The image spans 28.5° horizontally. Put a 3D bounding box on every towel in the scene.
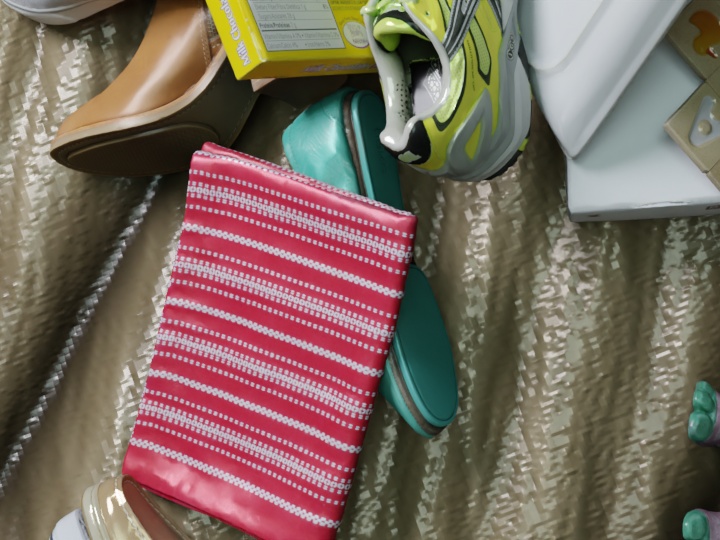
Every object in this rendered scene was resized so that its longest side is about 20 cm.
[{"bbox_3d":[-0.054,0.045,0.773,0.144,0.022,0.201,20,103,25],"label":"towel"}]

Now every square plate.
[{"bbox_3d":[0.107,-0.193,0.707,0.028,0.200,0.199,-1,52,-29],"label":"square plate"}]

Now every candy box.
[{"bbox_3d":[-0.008,-0.153,0.744,0.026,0.199,0.103,-31,78,38],"label":"candy box"}]

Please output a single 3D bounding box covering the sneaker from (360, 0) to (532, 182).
[{"bbox_3d":[0.040,-0.145,0.706,0.075,0.076,0.201,-11,85,41],"label":"sneaker"}]

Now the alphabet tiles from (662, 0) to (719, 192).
[{"bbox_3d":[0.252,-0.104,0.742,0.200,0.006,0.167,-45,98,-16],"label":"alphabet tiles"}]

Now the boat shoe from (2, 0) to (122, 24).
[{"bbox_3d":[-0.152,-0.181,0.786,0.199,0.068,0.072,11,77,43],"label":"boat shoe"}]

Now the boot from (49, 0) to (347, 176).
[{"bbox_3d":[-0.099,-0.148,0.820,0.199,0.074,0.156,-19,69,20],"label":"boot"}]

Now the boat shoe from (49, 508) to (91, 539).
[{"bbox_3d":[-0.129,0.232,0.783,0.071,0.072,0.201,-32,80,7],"label":"boat shoe"}]

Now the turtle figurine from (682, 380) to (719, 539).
[{"bbox_3d":[0.268,0.111,0.715,0.199,0.101,0.150,-1,56,23],"label":"turtle figurine"}]

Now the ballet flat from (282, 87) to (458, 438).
[{"bbox_3d":[0.000,0.000,0.795,0.070,0.067,0.201,-19,81,31],"label":"ballet flat"}]

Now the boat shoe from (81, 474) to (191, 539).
[{"bbox_3d":[-0.072,0.185,0.778,0.069,0.074,0.200,-38,90,9],"label":"boat shoe"}]

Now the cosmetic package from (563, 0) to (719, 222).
[{"bbox_3d":[0.155,-0.129,0.771,0.101,0.074,0.201,-3,87,8],"label":"cosmetic package"}]
